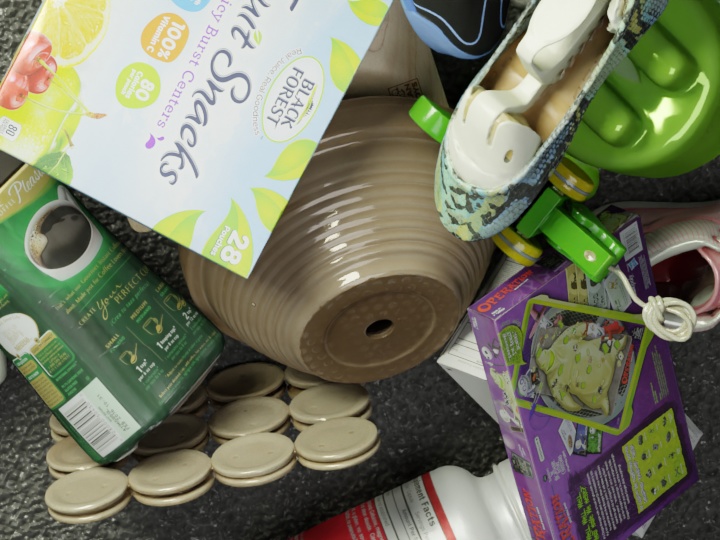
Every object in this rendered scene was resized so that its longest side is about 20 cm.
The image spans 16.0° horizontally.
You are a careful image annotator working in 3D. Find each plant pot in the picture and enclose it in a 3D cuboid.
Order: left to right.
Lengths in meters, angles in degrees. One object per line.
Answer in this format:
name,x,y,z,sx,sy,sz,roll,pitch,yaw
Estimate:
plant pot,0.000,0.000,1.498,0.200,0.093,0.201,-13,143,-10

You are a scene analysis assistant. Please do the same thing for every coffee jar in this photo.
coffee jar,-0.180,0.009,1.492,0.200,0.104,0.085,47,138,-7

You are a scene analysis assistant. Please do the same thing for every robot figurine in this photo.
robot figurine,0.164,-0.113,1.476,0.116,0.200,0.176,45,105,14

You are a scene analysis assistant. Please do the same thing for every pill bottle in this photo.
pill bottle,0.034,0.193,1.616,0.199,0.112,0.113,-25,114,2

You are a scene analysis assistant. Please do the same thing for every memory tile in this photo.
memory tile,-0.090,0.098,1.536,0.199,0.153,0.017,-12,113,-2

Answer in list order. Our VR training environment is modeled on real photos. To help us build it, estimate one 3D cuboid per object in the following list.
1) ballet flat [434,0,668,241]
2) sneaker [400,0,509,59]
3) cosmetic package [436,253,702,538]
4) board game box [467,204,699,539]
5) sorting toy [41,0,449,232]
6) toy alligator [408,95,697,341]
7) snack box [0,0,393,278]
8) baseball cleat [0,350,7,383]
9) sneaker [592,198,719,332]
ballet flat,0.090,-0.102,1.361,0.074,0.074,0.200,27,108,-18
sneaker,0.060,-0.191,1.326,0.070,0.078,0.201,-34,132,-30
cosmetic package,0.132,0.079,1.567,0.083,0.051,0.200,-56,134,-12
board game box,0.134,0.075,1.512,0.120,0.032,0.201,-37,127,-30
sorting toy,-0.074,-0.152,1.481,0.198,0.070,0.201,-20,114,0
toy alligator,0.109,-0.031,1.440,0.200,0.054,0.059,40,105,2
snack box,-0.089,-0.123,1.389,0.168,0.068,0.201,28,93,-8
baseball cleat,-0.316,0.057,1.539,0.199,0.070,0.107,-19,107,-11
sneaker,0.239,-0.007,1.571,0.199,0.105,0.076,-7,111,-7
